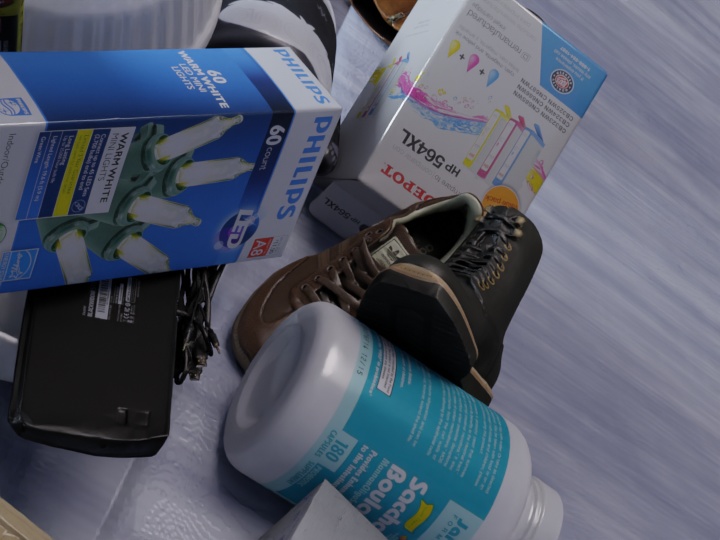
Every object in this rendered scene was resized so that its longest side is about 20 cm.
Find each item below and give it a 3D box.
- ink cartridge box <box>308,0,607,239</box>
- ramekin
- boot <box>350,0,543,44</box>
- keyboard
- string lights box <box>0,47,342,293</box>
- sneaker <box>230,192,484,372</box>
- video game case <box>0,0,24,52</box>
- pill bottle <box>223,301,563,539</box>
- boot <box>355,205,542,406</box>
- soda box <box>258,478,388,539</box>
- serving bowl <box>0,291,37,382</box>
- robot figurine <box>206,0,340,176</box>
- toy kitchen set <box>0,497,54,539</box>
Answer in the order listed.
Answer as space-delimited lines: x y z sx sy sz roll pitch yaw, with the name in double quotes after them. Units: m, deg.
0.064 -0.095 1.141 0.128 0.201 0.125 33 -8 -17 "ink cartridge box"
-0.173 -0.202 0.911 0.199 0.094 0.205 7 62 -12 "ramekin"
0.100 -0.235 1.494 0.188 0.068 0.200 47 30 2 "boot"
-0.122 0.028 0.787 0.103 0.040 0.201 11 39 -11 "keyboard"
-0.115 -0.053 0.761 0.198 0.104 0.059 -8 45 -40 "string lights box"
0.000 0.000 0.992 0.199 0.076 0.071 -34 81 -35 "sneaker"
-0.259 -0.136 0.720 0.197 0.181 0.026 -3 76 -14 "video game case"
0.025 0.113 0.908 0.199 0.111 0.111 33 31 -19 "pill bottle"
0.063 -0.001 0.947 0.077 0.140 0.200 22 -18 15 "boot"
-0.043 0.193 0.767 0.068 0.063 0.200 43 29 -5 "soda box"
-0.199 -0.014 0.827 0.199 0.066 0.201 32 32 -23 "serving bowl"
-0.080 -0.143 1.091 0.123 0.152 0.201 -2 36 5 "robot figurine"
-0.208 0.068 0.591 0.199 0.181 0.163 38 30 -3 "toy kitchen set"
